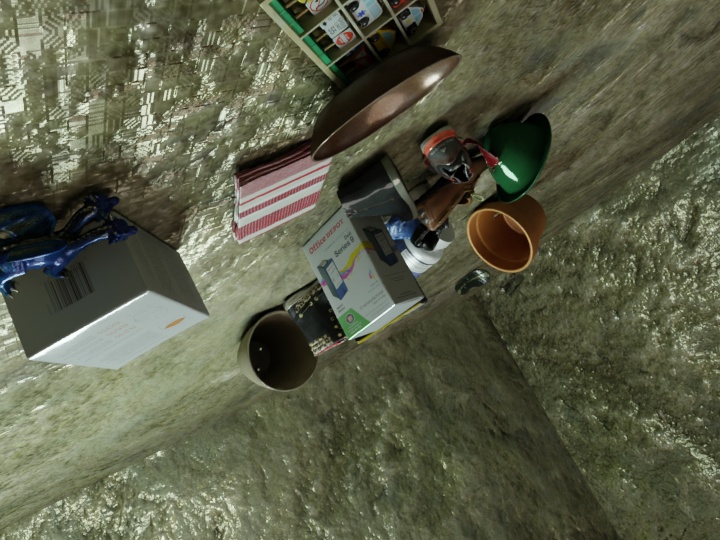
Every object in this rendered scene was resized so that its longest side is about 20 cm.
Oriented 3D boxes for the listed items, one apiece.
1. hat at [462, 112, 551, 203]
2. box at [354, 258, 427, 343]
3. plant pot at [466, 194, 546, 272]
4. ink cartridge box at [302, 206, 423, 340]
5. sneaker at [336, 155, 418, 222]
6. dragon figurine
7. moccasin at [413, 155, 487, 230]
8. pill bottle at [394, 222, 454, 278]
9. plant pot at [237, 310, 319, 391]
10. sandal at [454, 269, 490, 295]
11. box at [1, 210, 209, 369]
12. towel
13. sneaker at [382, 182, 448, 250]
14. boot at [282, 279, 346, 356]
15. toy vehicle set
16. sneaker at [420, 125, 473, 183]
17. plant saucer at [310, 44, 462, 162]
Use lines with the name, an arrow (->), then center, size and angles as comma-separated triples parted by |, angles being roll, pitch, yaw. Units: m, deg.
hat -> 0.223, -0.228, 1.054 | 0.174, 0.168, 0.200 | 15, 163, -14
box -> 0.015, 0.017, 1.163 | 0.159, 0.201, 0.049 | -34, 168, 24
plant pot -> 0.408, -0.116, 1.599 | 0.140, 0.200, 0.200 | -41, 174, -30
ink cartridge box -> 0.000, 0.000, 1.070 | 0.087, 0.202, 0.145 | -11, 159, -46
sneaker -> 0.028, -0.118, 0.991 | 0.105, 0.075, 0.200 | -27, 159, 9
dragon figurine -> -0.321, -0.025, 0.570 | 0.199, 0.059, 0.099 | -17, 162, -47
moccasin -> 0.183, -0.148, 1.113 | 0.201, 0.078, 0.073 | -44, -166, -32
pill bottle -> 0.119, -0.047, 1.355 | 0.110, 0.112, 0.200 | -16, 161, -47
plant pot -> -0.230, 0.209, 1.473 | 0.186, 0.189, 0.199 | -20, 179, -35
sandal -> 0.509, 0.044, 2.703 | 0.200, 0.080, 0.057 | -34, -175, 45
box -> -0.303, 0.034, 0.731 | 0.151, 0.107, 0.200 | -29, 167, -2
towel -> -0.110, -0.107, 0.819 | 0.143, 0.023, 0.200 | -28, 169, -20
sneaker -> 0.094, -0.074, 1.194 | 0.200, 0.112, 0.076 | -39, 164, 36
boot -> -0.066, 0.090, 1.378 | 0.199, 0.152, 0.073 | -30, 168, 3
toy vehicle set -> -0.002, -0.239, 0.532 | 0.124, 0.027, 0.200 | -33, 167, 14
sneaker -> 0.152, -0.175, 0.994 | 0.077, 0.082, 0.200 | -34, 170, 16
plant saucer -> 0.020, -0.191, 0.662 | 0.199, 0.037, 0.200 | -33, -176, 3
